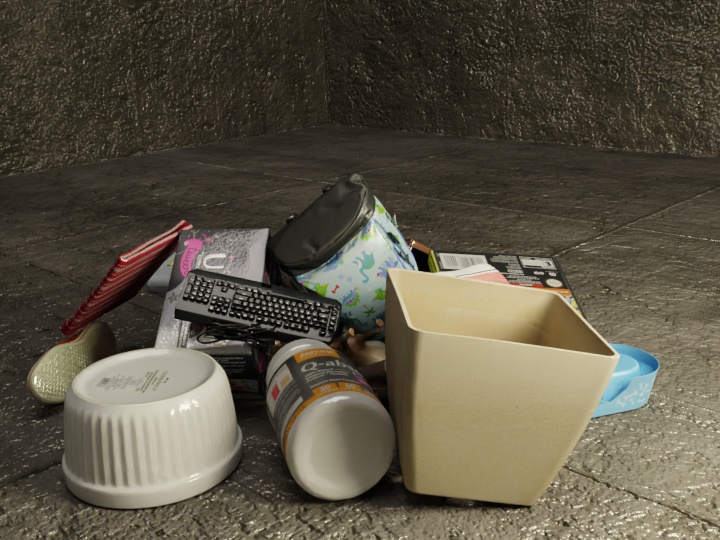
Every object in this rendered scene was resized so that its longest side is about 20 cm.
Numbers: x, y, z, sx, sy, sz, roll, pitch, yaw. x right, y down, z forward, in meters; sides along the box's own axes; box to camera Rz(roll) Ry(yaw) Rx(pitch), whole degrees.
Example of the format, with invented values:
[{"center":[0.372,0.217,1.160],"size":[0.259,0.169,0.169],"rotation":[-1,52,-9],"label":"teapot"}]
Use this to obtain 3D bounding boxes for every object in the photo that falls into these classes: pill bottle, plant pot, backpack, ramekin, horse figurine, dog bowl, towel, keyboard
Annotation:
[{"center":[-0.042,0.152,0.922],"size":[0.115,0.118,0.200],"rotation":[-7,17,-15],"label":"pill bottle"},{"center":[0.117,0.121,0.861],"size":[0.197,0.180,0.200],"rotation":[9,15,-7],"label":"plant pot"},{"center":[0.000,0.000,1.131],"size":[0.162,0.200,0.154],"rotation":[-37,50,4],"label":"backpack"},{"center":[-0.231,0.163,0.931],"size":[0.197,0.107,0.200],"rotation":[-2,17,1],"label":"ramekin"},{"center":[0.029,0.105,1.100],"size":[0.197,0.051,0.133],"rotation":[13,-28,-20],"label":"horse figurine"},{"center":[0.271,0.139,1.042],"size":[0.197,0.050,0.111],"rotation":[-7,17,-17],"label":"dog bowl"},{"center":[-0.327,0.010,1.170],"size":[0.200,0.023,0.144],"rotation":[-41,-1,38],"label":"towel"},{"center":[-0.122,0.049,1.019],"size":[0.197,0.040,0.105],"rotation":[11,51,-2],"label":"keyboard"}]

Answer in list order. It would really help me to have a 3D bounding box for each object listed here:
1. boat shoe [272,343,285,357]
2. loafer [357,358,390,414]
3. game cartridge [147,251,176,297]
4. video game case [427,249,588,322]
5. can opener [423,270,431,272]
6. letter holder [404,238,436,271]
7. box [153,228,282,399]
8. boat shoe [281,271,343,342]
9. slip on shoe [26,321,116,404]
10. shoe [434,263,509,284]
[{"center":[-0.163,0.099,1.197],"size":[0.198,0.069,0.072],"rotation":[-12,19,-30],"label":"boat shoe"},{"center":[0.033,0.137,1.041],"size":[0.197,0.072,0.073],"rotation":[6,18,27],"label":"loafer"},{"center":[-0.247,-0.006,1.362],"size":[0.131,0.041,0.200],"rotation":[4,19,6],"label":"game cartridge"},{"center":[0.204,0.040,1.163],"size":[0.197,0.026,0.182],"rotation":[3,38,-13],"label":"video game case"},{"center":[0.164,0.045,1.210],"size":[0.197,0.080,0.063],"rotation":[3,8,-9],"label":"can opener"},{"center":[0.052,0.036,1.324],"size":[0.100,0.144,0.200],"rotation":[25,-8,-22],"label":"letter holder"},{"center":[-0.183,0.054,1.112],"size":[0.130,0.115,0.202],"rotation":[0,51,5],"label":"box"},{"center":[-0.076,0.030,1.299],"size":[0.071,0.066,0.201],"rotation":[8,34,-40],"label":"boat shoe"},{"center":[-0.398,0.129,1.149],"size":[0.061,0.075,0.200],"rotation":[-22,14,13],"label":"slip on shoe"},{"center":[0.131,0.050,1.045],"size":[0.199,0.072,0.091],"rotation":[-16,42,-42],"label":"shoe"}]
